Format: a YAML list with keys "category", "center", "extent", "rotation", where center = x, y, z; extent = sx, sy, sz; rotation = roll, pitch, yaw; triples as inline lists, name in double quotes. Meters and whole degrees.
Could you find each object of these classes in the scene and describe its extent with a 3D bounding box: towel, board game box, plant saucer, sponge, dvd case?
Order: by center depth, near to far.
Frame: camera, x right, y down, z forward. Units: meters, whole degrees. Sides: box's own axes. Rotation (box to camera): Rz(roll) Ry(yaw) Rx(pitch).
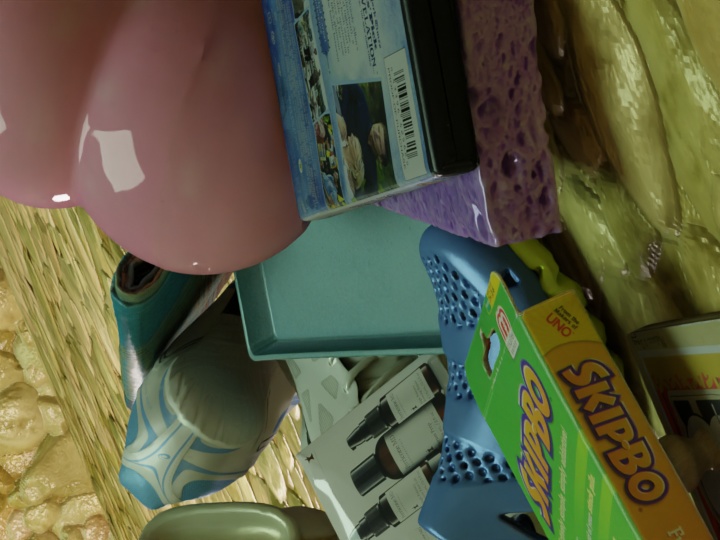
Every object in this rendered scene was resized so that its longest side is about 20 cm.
- category: "board game box"
  center: [0.090, 0.097, 0.859]
  extent: [0.201, 0.030, 0.096]
  rotation: [60, 165, 18]
- category: "dvd case"
  center: [-0.005, -0.095, 0.915]
  extent: [0.200, 0.017, 0.144]
  rotation: [168, 93, -76]
- category: "sponge"
  center: [0.020, -0.074, 0.930]
  extent: [0.200, 0.030, 0.112]
  rotation: [-157, 58, -73]
- category: "plant saucer"
  center: [0.000, 0.000, 1.093]
  extent: [0.200, 0.019, 0.070]
  rotation: [-5, 95, 60]
- category: "towel"
  center: [-0.072, -0.017, 1.251]
  extent: [0.022, 0.147, 0.200]
  rotation: [32, 164, 5]

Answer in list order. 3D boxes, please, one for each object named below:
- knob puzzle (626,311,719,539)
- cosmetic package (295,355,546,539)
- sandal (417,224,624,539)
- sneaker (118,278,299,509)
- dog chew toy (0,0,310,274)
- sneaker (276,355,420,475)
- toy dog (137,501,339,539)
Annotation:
- category: "knob puzzle"
  center: [0.139, 0.109, 0.807]
  extent: [0.220, 0.030, 0.220]
  rotation: [60, 166, 25]
- category: "cosmetic package"
  center: [0.056, 0.135, 1.070]
  extent: [0.051, 0.082, 0.201]
  rotation: [9, -134, -55]
- category: "sandal"
  center: [0.059, 0.076, 0.967]
  extent: [0.079, 0.087, 0.201]
  rotation: [-168, 57, -77]
- category: "sneaker"
  center: [-0.062, 0.053, 1.291]
  extent: [0.072, 0.072, 0.200]
  rotation: [48, -153, 0]
- category: "dog chew toy"
  center: [-0.108, -0.074, 1.068]
  extent: [0.125, 0.199, 0.125]
  rotation: [15, -90, -85]
- category: "sneaker"
  center: [-0.008, 0.025, 1.179]
  extent: [0.201, 0.075, 0.116]
  rotation: [-123, 13, -46]
- category: "toy dog"
  center: [0.002, 0.182, 1.278]
  extent: [0.200, 0.193, 0.140]
  rotation: [46, -157, -65]
